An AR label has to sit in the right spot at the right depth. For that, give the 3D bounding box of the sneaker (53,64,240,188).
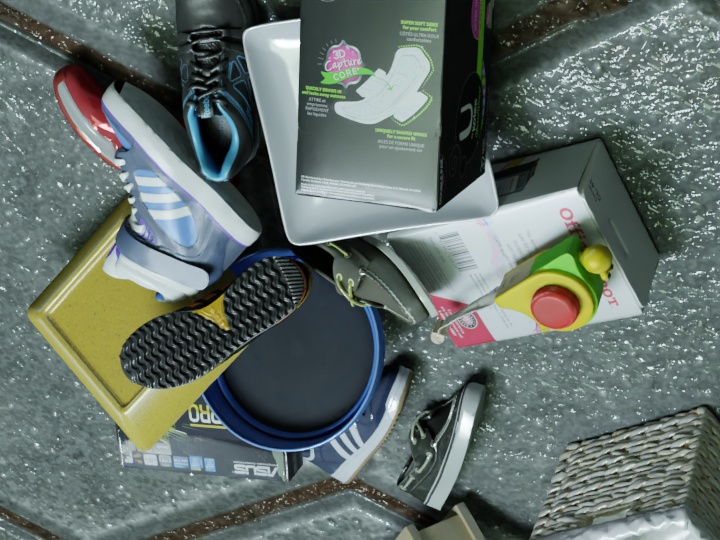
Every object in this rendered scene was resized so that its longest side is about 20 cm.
[{"bbox_3d":[-0.191,-0.139,1.588,0.115,0.078,0.200,-37,103,19],"label":"sneaker"}]

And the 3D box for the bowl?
[{"bbox_3d":[-0.069,0.077,1.645,0.200,0.039,0.201,0,90,20],"label":"bowl"}]

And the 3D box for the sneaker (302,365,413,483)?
[{"bbox_3d":[-0.024,0.148,1.759,0.108,0.070,0.200,28,139,-4],"label":"sneaker"}]

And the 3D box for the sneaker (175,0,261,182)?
[{"bbox_3d":[-0.124,-0.175,1.474,0.073,0.082,0.200,-4,114,10],"label":"sneaker"}]

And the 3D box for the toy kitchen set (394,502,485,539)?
[{"bbox_3d":[0.137,0.373,1.845,0.200,0.163,0.181,60,149,21],"label":"toy kitchen set"}]

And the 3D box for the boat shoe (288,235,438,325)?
[{"bbox_3d":[0.001,0.002,1.537,0.202,0.060,0.072,41,164,50],"label":"boat shoe"}]

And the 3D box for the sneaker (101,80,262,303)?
[{"bbox_3d":[-0.203,-0.059,1.537,0.146,0.081,0.200,-38,107,16],"label":"sneaker"}]

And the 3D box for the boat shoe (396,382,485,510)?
[{"bbox_3d":[0.080,0.181,1.741,0.064,0.071,0.200,21,138,4],"label":"boat shoe"}]

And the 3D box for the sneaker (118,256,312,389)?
[{"bbox_3d":[-0.129,0.051,1.572,0.200,0.090,0.070,-30,86,13],"label":"sneaker"}]

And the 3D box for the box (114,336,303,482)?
[{"bbox_3d":[-0.164,0.133,1.751,0.200,0.049,0.162,4,112,20],"label":"box"}]

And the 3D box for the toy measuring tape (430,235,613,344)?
[{"bbox_3d":[0.148,0.033,1.451,0.074,0.074,0.200,42,132,-16],"label":"toy measuring tape"}]

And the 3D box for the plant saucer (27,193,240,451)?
[{"bbox_3d":[-0.224,0.045,1.657,0.200,0.048,0.200,-47,75,15],"label":"plant saucer"}]

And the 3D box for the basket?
[{"bbox_3d":[0.304,0.271,1.656,0.198,0.161,0.200,-22,118,38],"label":"basket"}]

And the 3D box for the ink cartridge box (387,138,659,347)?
[{"bbox_3d":[0.148,-0.021,1.510,0.200,0.086,0.148,-13,123,32],"label":"ink cartridge box"}]

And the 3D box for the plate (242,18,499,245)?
[{"bbox_3d":[0.011,-0.132,1.455,0.199,0.032,0.200,-8,103,19],"label":"plate"}]

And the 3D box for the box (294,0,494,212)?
[{"bbox_3d":[0.030,-0.166,1.341,0.124,0.149,0.200,9,109,18],"label":"box"}]
